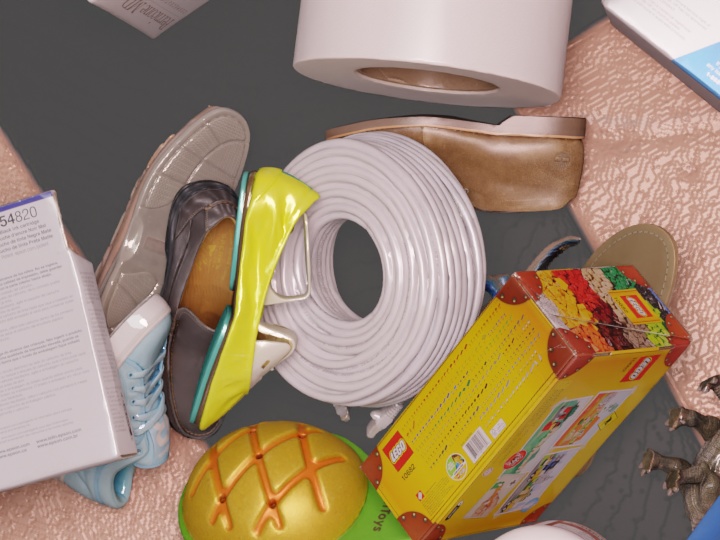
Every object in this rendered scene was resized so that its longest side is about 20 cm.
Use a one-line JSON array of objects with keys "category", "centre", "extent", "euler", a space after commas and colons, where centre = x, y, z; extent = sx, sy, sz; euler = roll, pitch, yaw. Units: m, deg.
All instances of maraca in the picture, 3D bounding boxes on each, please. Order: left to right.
[{"category": "maraca", "centre": [-0.042, 0.172, 1.650], "extent": [0.198, 0.107, 0.138], "euler": [3, 50, 23]}]

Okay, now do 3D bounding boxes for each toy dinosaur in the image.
[{"category": "toy dinosaur", "centre": [0.272, 0.136, 1.625], "extent": [0.102, 0.077, 0.201], "euler": [27, 79, -20]}]

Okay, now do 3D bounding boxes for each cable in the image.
[{"category": "cable", "centre": [0.000, 0.000, 1.632], "extent": [0.200, 0.069, 0.201], "euler": [-42, 66, 34]}]

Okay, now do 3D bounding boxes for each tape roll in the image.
[{"category": "tape roll", "centre": [0.056, -0.204, 1.621], "extent": [0.201, 0.203, 0.141], "euler": [6, 87, 11]}]

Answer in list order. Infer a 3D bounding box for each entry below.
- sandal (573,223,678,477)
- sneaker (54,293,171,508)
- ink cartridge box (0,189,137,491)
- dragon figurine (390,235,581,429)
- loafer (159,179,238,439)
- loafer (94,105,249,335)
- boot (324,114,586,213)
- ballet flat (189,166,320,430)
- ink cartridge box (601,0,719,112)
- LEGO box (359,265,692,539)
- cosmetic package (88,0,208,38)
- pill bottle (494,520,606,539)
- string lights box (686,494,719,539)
[{"category": "sandal", "centre": [0.192, 0.057, 1.649], "extent": [0.077, 0.069, 0.213], "euler": [37, 115, 34]}, {"category": "sneaker", "centre": [-0.169, 0.102, 1.681], "extent": [0.082, 0.074, 0.201], "euler": [33, 131, 4]}, {"category": "ink cartridge box", "centre": [-0.278, 0.063, 1.625], "extent": [0.198, 0.041, 0.202], "euler": [-15, 86, 16]}, {"category": "dragon figurine", "centre": [0.100, 0.057, 1.663], "extent": [0.199, 0.059, 0.100], "euler": [-31, 83, 12]}, {"category": "loafer", "centre": [-0.119, 0.037, 1.680], "extent": [0.072, 0.072, 0.202], "euler": [-3, 106, -16]}, {"category": "loafer", "centre": [-0.158, -0.042, 1.721], "extent": [0.063, 0.072, 0.201], "euler": [29, 90, 55]}, {"category": "boot", "centre": [0.070, -0.081, 1.679], "extent": [0.198, 0.074, 0.076], "euler": [3, 96, 9]}, {"category": "ballet flat", "centre": [-0.073, 0.026, 1.613], "extent": [0.066, 0.067, 0.202], "euler": [13, 100, -3]}, {"category": "ink cartridge box", "centre": [0.296, -0.223, 1.635], "extent": [0.145, 0.084, 0.200], "euler": [40, 94, 12]}, {"category": "LEGO box", "centre": [0.117, 0.094, 1.571], "extent": [0.077, 0.148, 0.200], "euler": [52, 122, 26]}, {"category": "cosmetic package", "centre": [-0.140, -0.309, 1.684], "extent": [0.199, 0.167, 0.167], "euler": [-33, 81, 8]}, {"category": "pill bottle", "centre": [0.130, 0.235, 1.572], "extent": [0.111, 0.200, 0.113], "euler": [-1, 85, 11]}, {"category": "string lights box", "centre": [0.309, 0.178, 1.565], "extent": [0.103, 0.059, 0.200], "euler": [44, 74, -16]}]
